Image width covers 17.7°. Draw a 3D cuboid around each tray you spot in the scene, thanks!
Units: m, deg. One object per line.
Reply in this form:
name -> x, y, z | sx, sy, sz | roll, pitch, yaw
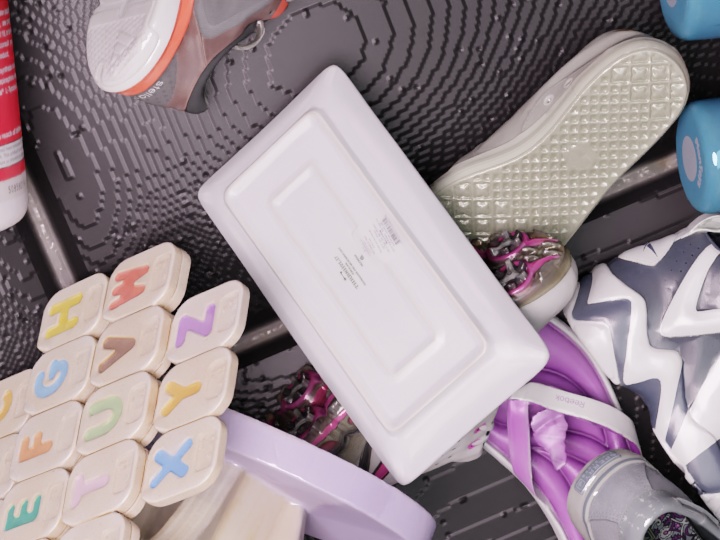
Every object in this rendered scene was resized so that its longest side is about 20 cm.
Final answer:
tray -> 0.000, 0.000, 1.178 | 0.107, 0.022, 0.200 | -42, 69, 16

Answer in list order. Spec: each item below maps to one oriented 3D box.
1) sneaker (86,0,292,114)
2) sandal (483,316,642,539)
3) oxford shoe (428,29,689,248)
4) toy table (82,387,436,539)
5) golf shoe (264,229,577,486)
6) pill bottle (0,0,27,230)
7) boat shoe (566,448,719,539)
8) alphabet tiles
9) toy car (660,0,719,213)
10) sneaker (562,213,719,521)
sneaker -> -0.065, -0.171, 1.189 | 0.082, 0.077, 0.200 | 27, 98, -39
sandal -> 0.116, 0.097, 1.265 | 0.082, 0.050, 0.203 | -37, 103, 0
oxford shoe -> 0.093, -0.054, 1.233 | 0.200, 0.058, 0.075 | -42, 111, 17
toy table -> -0.077, 0.142, 1.178 | 0.200, 0.184, 0.117 | 18, 71, 24
golf shoe -> 0.045, 0.055, 1.224 | 0.200, 0.073, 0.092 | -38, 117, 24
pill bottle -> -0.229, -0.117, 1.141 | 0.112, 0.112, 0.201 | -5, 102, -7
boat shoe -> 0.182, 0.174, 1.248 | 0.070, 0.072, 0.201 | -44, 128, -3
alphabet tiles -> -0.137, 0.080, 1.150 | 0.195, 0.200, 0.015 | -23, 135, 35
toy car -> 0.269, -0.115, 1.159 | 0.184, 0.200, 0.177 | -6, 90, -9
sneaker -> 0.216, 0.054, 1.255 | 0.129, 0.079, 0.199 | -38, 94, 9
